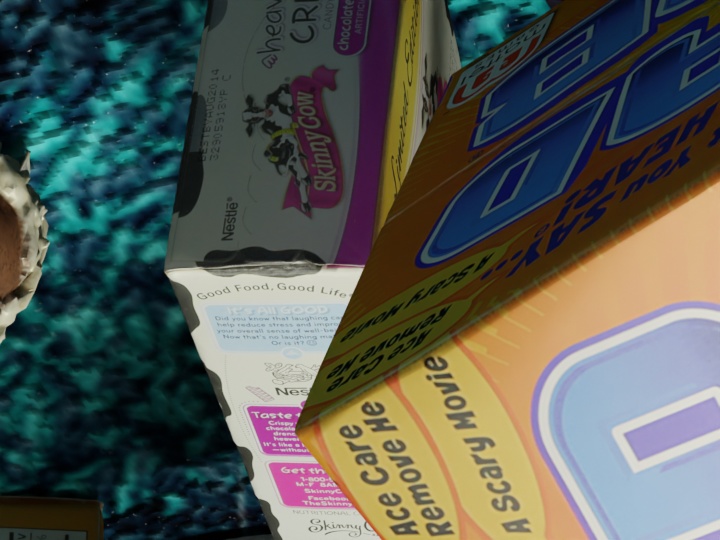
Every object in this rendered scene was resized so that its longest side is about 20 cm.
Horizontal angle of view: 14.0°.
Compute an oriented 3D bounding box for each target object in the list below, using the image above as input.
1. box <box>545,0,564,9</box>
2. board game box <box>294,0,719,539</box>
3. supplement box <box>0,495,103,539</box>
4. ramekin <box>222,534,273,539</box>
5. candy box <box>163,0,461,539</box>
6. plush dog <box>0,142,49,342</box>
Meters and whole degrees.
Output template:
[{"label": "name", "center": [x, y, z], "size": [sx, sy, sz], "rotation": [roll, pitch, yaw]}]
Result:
[{"label": "box", "center": [0.129, -0.135, 0.753], "size": [0.199, 0.079, 0.141], "rotation": [-18, 140, 19]}, {"label": "board game box", "center": [0.139, 0.017, 0.648], "size": [0.200, 0.200, 0.200], "rotation": [-33, 104, 23]}, {"label": "supplement box", "center": [-0.128, 0.184, 1.073], "size": [0.068, 0.201, 0.067], "rotation": [5, 145, -5]}, {"label": "ramekin", "center": [-0.029, 0.198, 1.189], "size": [0.199, 0.098, 0.201], "rotation": [-2, 145, -1]}, {"label": "candy box", "center": [0.000, 0.000, 0.875], "size": [0.061, 0.137, 0.200], "rotation": [-1, 146, 12]}, {"label": "plush dog", "center": [-0.205, -0.001, 0.893], "size": [0.171, 0.161, 0.200], "rotation": [27, 108, -16]}]
